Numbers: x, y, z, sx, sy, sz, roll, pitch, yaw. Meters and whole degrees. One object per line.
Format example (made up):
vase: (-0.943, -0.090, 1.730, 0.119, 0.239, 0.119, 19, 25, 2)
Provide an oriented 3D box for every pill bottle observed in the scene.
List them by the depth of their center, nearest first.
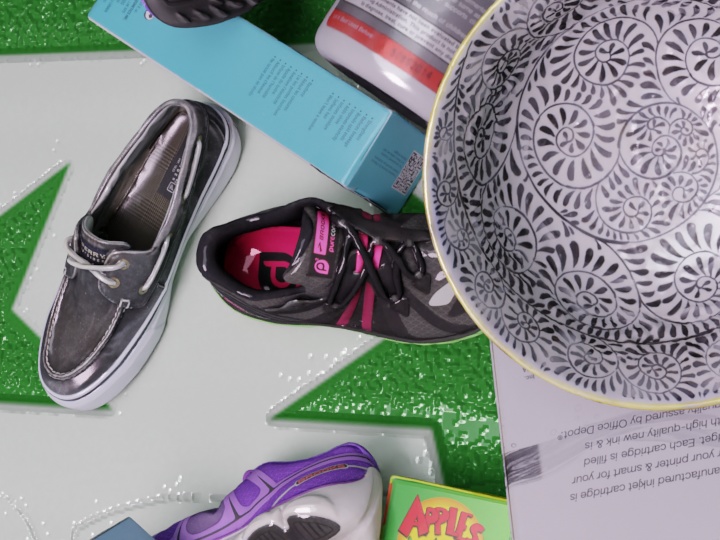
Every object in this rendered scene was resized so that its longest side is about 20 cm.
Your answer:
pill bottle: (0.073, -0.173, 0.823, 0.116, 0.116, 0.200, 35, 94, 23)

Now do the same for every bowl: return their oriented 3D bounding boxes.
bowl: (0.129, -0.047, 0.684, 0.200, 0.094, 0.202, 1, 100, 5)

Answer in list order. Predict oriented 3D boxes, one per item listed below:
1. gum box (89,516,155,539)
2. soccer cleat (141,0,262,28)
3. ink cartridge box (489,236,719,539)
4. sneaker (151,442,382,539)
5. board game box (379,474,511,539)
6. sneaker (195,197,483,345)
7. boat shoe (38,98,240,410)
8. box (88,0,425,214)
gum box: (-0.095, 0.258, 0.799, 0.200, 0.045, 0.170, 38, 114, 13)
soccer cleat: (-0.073, -0.199, 0.872, 0.073, 0.068, 0.200, 4, 42, 37)
ink cartridge box: (0.143, 0.085, 0.723, 0.145, 0.084, 0.201, -12, 54, 13)
sneaker: (-0.065, 0.154, 0.847, 0.199, 0.084, 0.081, -25, 116, 26)
board game box: (0.105, 0.173, 0.780, 0.199, 0.048, 0.102, 8, 82, 22)
sneaker: (0.000, 0.000, 0.835, 0.199, 0.084, 0.077, -4, 79, 21)
boat shoe: (-0.143, -0.015, 0.900, 0.072, 0.071, 0.201, 25, 90, 23)
box: (-0.057, -0.108, 0.879, 0.200, 0.082, 0.049, 34, 93, 23)
